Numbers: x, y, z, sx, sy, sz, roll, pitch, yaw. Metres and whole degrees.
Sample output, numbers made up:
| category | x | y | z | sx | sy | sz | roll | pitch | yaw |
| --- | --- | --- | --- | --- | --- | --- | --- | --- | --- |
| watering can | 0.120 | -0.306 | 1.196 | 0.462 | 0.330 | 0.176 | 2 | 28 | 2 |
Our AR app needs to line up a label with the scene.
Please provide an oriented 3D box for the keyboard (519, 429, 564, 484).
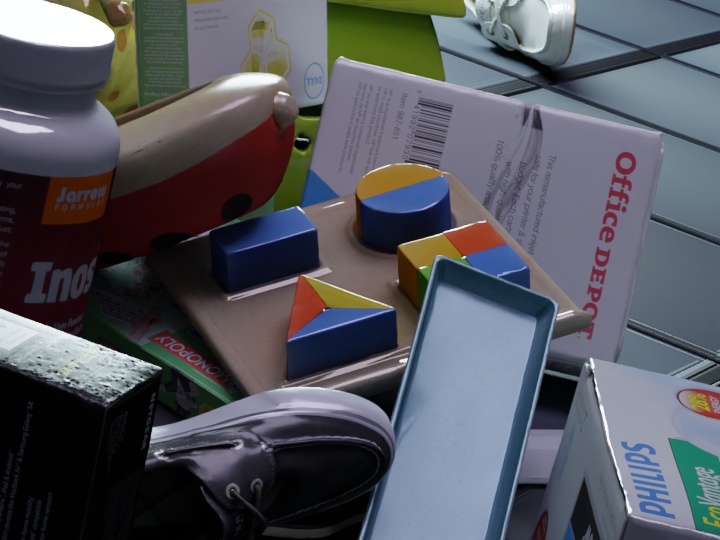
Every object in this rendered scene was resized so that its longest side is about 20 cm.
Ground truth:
| category | x | y | z | sx | sy | sz | roll | pitch | yaw |
| --- | --- | --- | --- | --- | --- | --- | --- | --- | --- |
| keyboard | 0.117 | 0.104 | 1.592 | 0.200 | 0.011 | 0.056 | 2 | 26 | -31 |

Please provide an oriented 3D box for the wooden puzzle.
| category | x | y | z | sx | sy | sz | roll | pitch | yaw |
| --- | --- | --- | --- | --- | --- | --- | --- | --- | --- |
| wooden puzzle | 0.000 | 0.000 | 1.545 | 0.185 | 0.046 | 0.200 | -17 | 32 | -18 |

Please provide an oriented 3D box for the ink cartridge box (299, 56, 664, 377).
| category | x | y | z | sx | sy | sz | roll | pitch | yaw |
| --- | --- | --- | --- | --- | --- | --- | --- | --- | --- |
| ink cartridge box | 0.064 | -0.028 | 1.703 | 0.200 | 0.145 | 0.084 | 13 | -7 | -1 |

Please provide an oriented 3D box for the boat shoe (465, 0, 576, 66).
| category | x | y | z | sx | sy | sz | roll | pitch | yaw |
| --- | --- | --- | --- | --- | --- | --- | --- | --- | --- |
| boat shoe | 0.132 | -0.221 | 2.493 | 0.069 | 0.071 | 0.200 | 7 | 10 | -16 |

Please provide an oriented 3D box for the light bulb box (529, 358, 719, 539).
| category | x | y | z | sx | sy | sz | roll | pitch | yaw |
| --- | --- | --- | --- | --- | --- | --- | --- | --- | --- |
| light bulb box | 0.190 | 0.148 | 1.322 | 0.200 | 0.125 | 0.198 | 13 | 18 | -6 |

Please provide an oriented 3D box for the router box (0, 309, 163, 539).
| category | x | y | z | sx | sy | sz | roll | pitch | yaw |
| --- | --- | --- | --- | --- | --- | --- | --- | --- | --- |
| router box | -0.163 | 0.108 | 1.056 | 0.149 | 0.200 | 0.051 | 19 | 21 | 17 |

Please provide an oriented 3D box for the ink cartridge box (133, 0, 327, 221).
| category | x | y | z | sx | sy | sz | roll | pitch | yaw |
| --- | --- | --- | --- | --- | --- | --- | --- | --- | --- |
| ink cartridge box | -0.077 | -0.097 | 1.731 | 0.048 | 0.200 | 0.146 | 4 | 10 | 34 |

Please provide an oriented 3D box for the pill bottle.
| category | x | y | z | sx | sy | sz | roll | pitch | yaw |
| --- | --- | --- | --- | --- | --- | --- | --- | --- | --- |
| pill bottle | -0.185 | -0.033 | 1.465 | 0.113 | 0.200 | 0.113 | 12 | 18 | -4 |

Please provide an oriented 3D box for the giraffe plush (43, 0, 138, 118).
| category | x | y | z | sx | sy | sz | roll | pitch | yaw |
| --- | --- | --- | --- | --- | --- | --- | --- | --- | --- |
| giraffe plush | -0.163 | -0.109 | 1.787 | 0.162 | 0.200 | 0.173 | 25 | 10 | -47 |

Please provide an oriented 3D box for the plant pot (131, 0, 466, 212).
| category | x | y | z | sx | sy | sz | roll | pitch | yaw |
| --- | --- | --- | --- | --- | --- | --- | --- | --- | --- |
| plant pot | -0.048 | -0.150 | 1.958 | 0.200 | 0.182 | 0.199 | 6 | 19 | -25 |

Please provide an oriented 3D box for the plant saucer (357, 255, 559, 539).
| category | x | y | z | sx | sy | sz | roll | pitch | yaw |
| --- | --- | --- | --- | --- | --- | --- | --- | --- | --- |
| plant saucer | 0.046 | 0.082 | 1.417 | 0.070 | 0.019 | 0.200 | 21 | 52 | -6 |

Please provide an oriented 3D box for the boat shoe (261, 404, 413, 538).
| category | x | y | z | sx | sy | sz | roll | pitch | yaw |
| --- | --- | --- | --- | --- | --- | --- | --- | --- | --- |
| boat shoe | -0.007 | 0.095 | 1.444 | 0.201 | 0.063 | 0.074 | 0 | 25 | -32 |

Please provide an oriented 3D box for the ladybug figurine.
| category | x | y | z | sx | sy | sz | roll | pitch | yaw |
| --- | --- | --- | --- | --- | --- | --- | --- | --- | --- |
| ladybug figurine | -0.113 | -0.050 | 1.568 | 0.200 | 0.072 | 0.136 | -18 | 9 | 34 |

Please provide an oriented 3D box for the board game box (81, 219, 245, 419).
| category | x | y | z | sx | sy | sz | roll | pitch | yaw |
| --- | --- | --- | --- | --- | --- | --- | --- | --- | --- |
| board game box | -0.081 | 0.024 | 1.595 | 0.135 | 0.029 | 0.200 | -23 | 38 | -35 |

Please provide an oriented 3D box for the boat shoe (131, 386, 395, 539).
| category | x | y | z | sx | sy | sz | roll | pitch | yaw |
| --- | --- | --- | --- | --- | --- | --- | --- | --- | --- |
| boat shoe | -0.075 | 0.103 | 1.330 | 0.200 | 0.070 | 0.066 | -3 | 33 | -16 |
